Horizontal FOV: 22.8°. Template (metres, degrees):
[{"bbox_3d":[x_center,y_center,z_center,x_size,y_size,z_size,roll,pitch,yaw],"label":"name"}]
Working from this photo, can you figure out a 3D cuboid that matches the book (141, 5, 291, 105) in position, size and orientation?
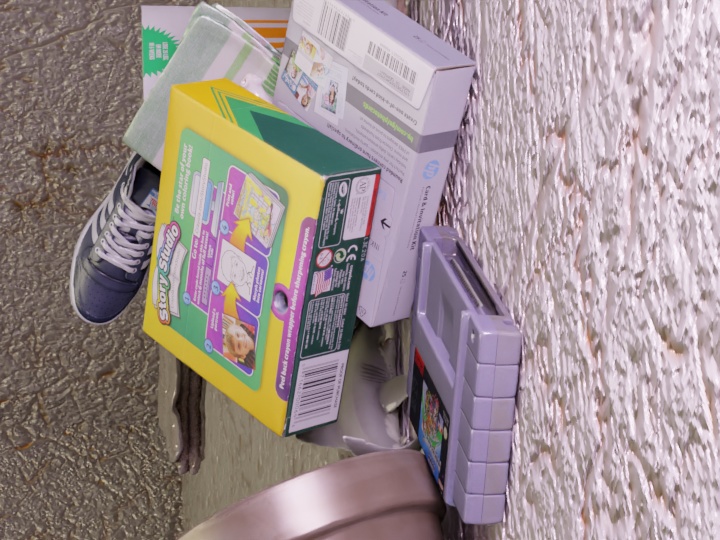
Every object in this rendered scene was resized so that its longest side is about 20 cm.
[{"bbox_3d":[-0.085,-0.173,1.515,0.048,0.200,0.134,97,169,-45],"label":"book"}]

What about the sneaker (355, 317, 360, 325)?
[{"bbox_3d":[-0.011,-0.060,1.444,0.104,0.060,0.200,-28,87,43],"label":"sneaker"}]

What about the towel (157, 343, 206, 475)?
[{"bbox_3d":[-0.160,0.071,1.590,0.133,0.034,0.200,-132,43,-70],"label":"towel"}]

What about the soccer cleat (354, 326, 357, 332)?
[{"bbox_3d":[-0.016,0.000,1.544,0.073,0.068,0.200,-22,-69,-74],"label":"soccer cleat"}]

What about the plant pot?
[{"bbox_3d":[-0.016,0.236,1.143,0.200,0.200,0.174,110,139,-64],"label":"plant pot"}]

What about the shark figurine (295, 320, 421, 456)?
[{"bbox_3d":[-0.003,0.124,1.345,0.215,0.089,0.128,-107,19,-68],"label":"shark figurine"}]

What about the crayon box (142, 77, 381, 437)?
[{"bbox_3d":[-0.075,-0.012,1.260,0.173,0.058,0.200,34,124,40],"label":"crayon box"}]

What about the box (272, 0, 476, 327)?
[{"bbox_3d":[-0.005,-0.085,1.234,0.156,0.041,0.200,40,127,39],"label":"box"}]

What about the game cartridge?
[{"bbox_3d":[0.060,0.062,1.128,0.200,0.038,0.130,-114,31,-69],"label":"game cartridge"}]

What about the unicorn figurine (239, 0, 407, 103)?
[{"bbox_3d":[-0.024,-0.171,1.325,0.074,0.200,0.138,30,127,42],"label":"unicorn figurine"}]

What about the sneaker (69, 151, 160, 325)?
[{"bbox_3d":[-0.198,-0.039,1.571,0.200,0.070,0.108,-64,15,2],"label":"sneaker"}]

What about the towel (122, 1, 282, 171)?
[{"bbox_3d":[-0.079,-0.099,1.411,0.153,0.200,0.023,-55,-5,29],"label":"towel"}]
